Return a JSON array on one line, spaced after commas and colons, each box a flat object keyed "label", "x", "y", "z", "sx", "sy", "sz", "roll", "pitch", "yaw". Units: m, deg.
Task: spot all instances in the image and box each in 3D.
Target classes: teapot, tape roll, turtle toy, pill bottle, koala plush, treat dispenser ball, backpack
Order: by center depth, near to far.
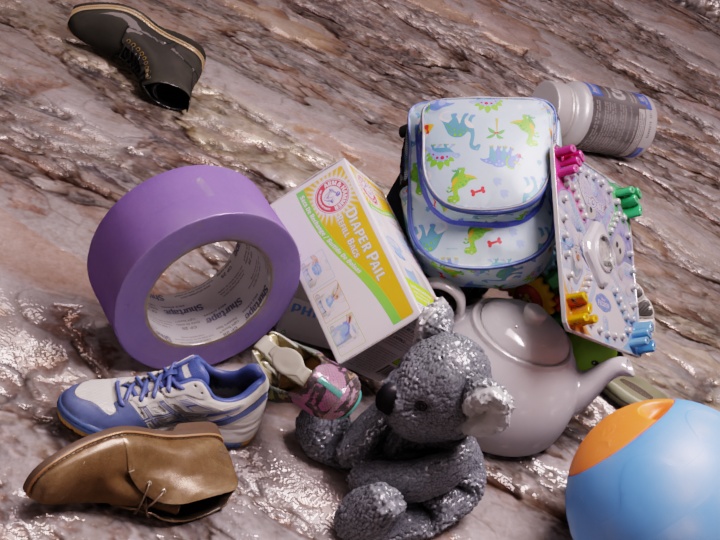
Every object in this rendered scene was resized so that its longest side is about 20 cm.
[{"label": "koala plush", "x": 0.065, "y": 0.137, "z": 1.202, "sx": 0.184, "sy": 0.200, "sz": 0.177, "roll": 4, "pitch": 36, "yaw": -30}, {"label": "treat dispenser ball", "x": 0.301, "y": 0.226, "z": 1.225, "sx": 0.201, "sy": 0.201, "sz": 0.201, "roll": 17, "pitch": 31, "yaw": -11}, {"label": "tape roll", "x": -0.166, "y": -0.001, "z": 1.259, "sx": 0.200, "sy": 0.200, "sz": 0.085, "roll": -1, "pitch": 37, "yaw": -35}, {"label": "backpack", "x": 0.131, "y": -0.089, "z": 1.369, "sx": 0.183, "sy": 0.147, "sz": 0.200, "roll": 0, "pitch": 74, "yaw": 3}, {"label": "teapot", "x": 0.159, "y": 0.096, "z": 1.384, "sx": 0.200, "sy": 0.146, "sz": 0.197, "roll": -5, "pitch": 41, "yaw": -38}, {"label": "turtle toy", "x": 0.237, "y": 0.031, "z": 1.472, "sx": 0.101, "sy": 0.146, "sz": 0.200, "roll": -35, "pitch": 87, "yaw": -34}, {"label": "pill bottle", "x": 0.389, "y": -0.258, "z": 2.114, "sx": 0.200, "sy": 0.114, "sz": 0.114, "roll": 6, "pitch": 35, "yaw": -27}]

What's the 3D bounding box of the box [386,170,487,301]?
[{"label": "box", "x": 0.107, "y": -0.046, "z": 1.545, "sx": 0.148, "sy": 0.104, "sz": 0.200, "roll": 31, "pitch": 9, "yaw": 9}]

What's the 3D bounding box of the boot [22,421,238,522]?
[{"label": "boot", "x": -0.193, "y": 0.183, "z": 1.093, "sx": 0.200, "sy": 0.074, "sz": 0.075, "roll": -3, "pitch": 50, "yaw": -41}]

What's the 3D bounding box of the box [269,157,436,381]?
[{"label": "box", "x": 0.000, "y": 0.000, "z": 1.319, "sx": 0.200, "sy": 0.101, "sz": 0.112, "roll": 65, "pitch": 14, "yaw": 24}]

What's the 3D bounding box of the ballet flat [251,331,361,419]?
[{"label": "ballet flat", "x": -0.067, "y": 0.096, "z": 1.218, "sx": 0.071, "sy": 0.069, "sz": 0.200, "roll": 45, "pitch": -14, "yaw": -22}]

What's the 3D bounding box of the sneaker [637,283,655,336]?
[{"label": "sneaker", "x": 0.324, "y": 0.023, "z": 1.680, "sx": 0.200, "sy": 0.081, "sz": 0.083, "roll": 52, "pitch": 13, "yaw": 25}]

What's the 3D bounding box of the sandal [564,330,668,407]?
[{"label": "sandal", "x": 0.297, "y": 0.107, "z": 1.543, "sx": 0.201, "sy": 0.057, "sz": 0.080, "roll": 31, "pitch": 31, "yaw": 17}]

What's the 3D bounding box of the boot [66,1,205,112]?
[{"label": "boot", "x": -0.316, "y": -0.298, "z": 1.744, "sx": 0.200, "sy": 0.078, "sz": 0.138, "roll": 15, "pitch": 37, "yaw": -12}]

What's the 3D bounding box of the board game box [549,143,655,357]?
[{"label": "board game box", "x": 0.264, "y": -0.019, "z": 1.351, "sx": 0.200, "sy": 0.026, "sz": 0.200, "roll": 20, "pitch": 64, "yaw": -53}]

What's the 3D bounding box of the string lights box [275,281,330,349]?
[{"label": "string lights box", "x": -0.042, "y": 0.007, "z": 1.468, "sx": 0.103, "sy": 0.059, "sz": 0.200, "roll": 16, "pitch": 32, "yaw": -12}]

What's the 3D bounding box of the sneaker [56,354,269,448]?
[{"label": "sneaker", "x": -0.183, "y": 0.113, "z": 1.183, "sx": 0.200, "sy": 0.088, "sz": 0.075, "roll": 4, "pitch": 38, "yaw": -27}]
